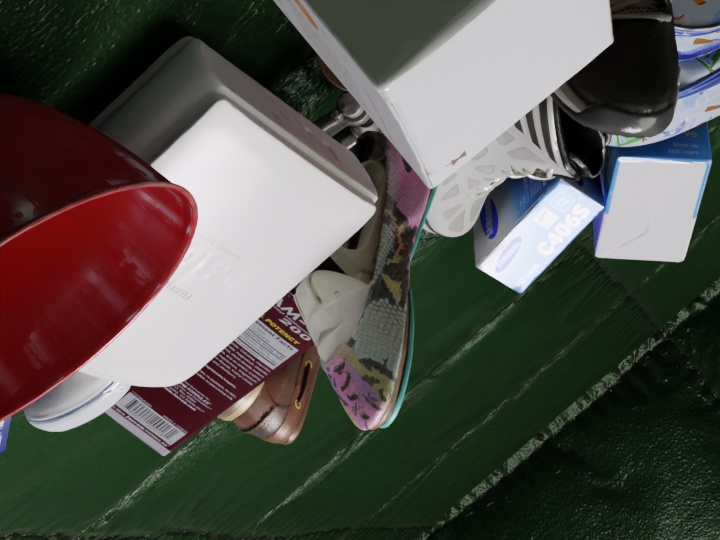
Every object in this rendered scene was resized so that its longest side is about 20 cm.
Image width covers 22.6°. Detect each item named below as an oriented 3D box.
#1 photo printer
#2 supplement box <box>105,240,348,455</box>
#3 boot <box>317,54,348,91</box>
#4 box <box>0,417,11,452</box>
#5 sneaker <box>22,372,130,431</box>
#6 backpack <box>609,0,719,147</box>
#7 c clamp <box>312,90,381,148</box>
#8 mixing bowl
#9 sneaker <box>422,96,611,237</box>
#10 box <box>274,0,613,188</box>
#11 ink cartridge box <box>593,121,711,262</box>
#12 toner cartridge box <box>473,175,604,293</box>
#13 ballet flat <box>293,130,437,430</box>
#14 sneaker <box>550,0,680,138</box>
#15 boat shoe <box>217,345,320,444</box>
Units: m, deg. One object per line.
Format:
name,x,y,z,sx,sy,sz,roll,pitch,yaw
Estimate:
photo printer,-0.110,-0.020,1.020,0.200,0.070,0.166,-40,140,13
supplement box,-0.082,0.030,1.189,0.200,0.061,0.109,-37,-159,40
boot,0.069,-0.169,0.924,0.201,0.077,0.155,-57,167,20
box,-0.269,0.090,1.120,0.121,0.032,0.200,-31,164,-30
sneaker,-0.163,0.024,1.147,0.200,0.073,0.071,-46,140,20
backpack,0.194,-0.179,1.173,0.190,0.200,0.154,-33,157,-6
c clamp,-0.018,-0.085,1.147,0.170,0.027,0.200,-35,179,-1
mixing bowl,-0.190,-0.012,0.873,0.200,0.109,0.200,-37,164,-12
sneaker,0.095,-0.067,1.165,0.076,0.115,0.201,-48,160,-28
box,0.000,-0.156,0.740,0.106,0.200,0.152,-39,166,0
ink cartridge box,0.202,-0.121,1.296,0.067,0.201,0.116,2,144,-1
toner cartridge box,0.124,-0.082,1.313,0.095,0.043,0.201,-49,-158,30
ballet flat,0.000,0.000,1.084,0.069,0.071,0.201,-37,-146,49
sneaker,0.129,-0.169,0.916,0.074,0.201,0.116,3,137,-9
boat shoe,-0.048,0.042,1.301,0.072,0.067,0.201,-36,-157,44
